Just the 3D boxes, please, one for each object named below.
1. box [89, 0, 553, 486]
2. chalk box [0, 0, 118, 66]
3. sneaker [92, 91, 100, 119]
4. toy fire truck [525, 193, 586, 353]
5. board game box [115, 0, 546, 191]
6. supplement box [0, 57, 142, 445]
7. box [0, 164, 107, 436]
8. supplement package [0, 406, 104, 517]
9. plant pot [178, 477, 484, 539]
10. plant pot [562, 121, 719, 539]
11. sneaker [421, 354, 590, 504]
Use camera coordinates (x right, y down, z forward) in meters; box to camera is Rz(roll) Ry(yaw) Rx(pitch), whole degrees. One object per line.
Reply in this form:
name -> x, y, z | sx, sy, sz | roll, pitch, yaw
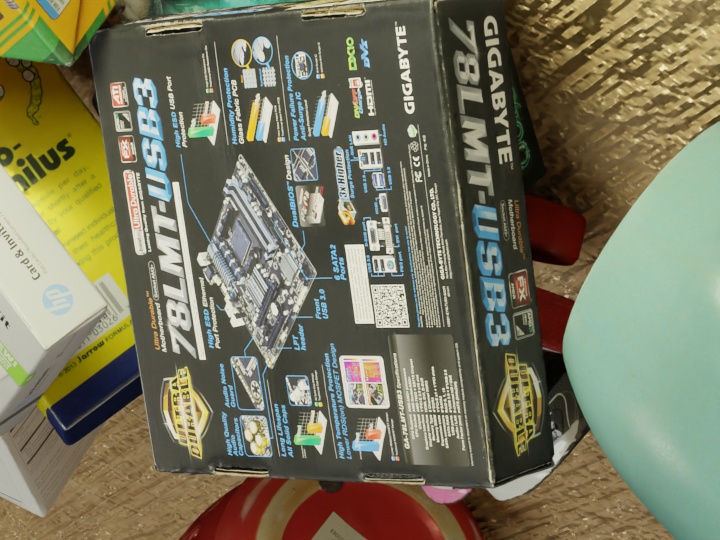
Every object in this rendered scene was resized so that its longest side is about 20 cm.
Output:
box -> -0.019, -0.012, 1.250 | 0.198, 0.050, 0.201 | -2, 100, 43
chalk box -> -0.190, -0.181, 1.312 | 0.199, 0.124, 0.125 | 8, 148, 45
sneaker -> -0.082, -0.088, 1.440 | 0.082, 0.070, 0.200 | 33, 157, -7
toy fire truck -> 0.000, 0.000, 1.387 | 0.199, 0.113, 0.168 | 14, 176, 36
board game box -> -0.022, -0.098, 1.299 | 0.199, 0.028, 0.136 | 2, 121, 40
supplement box -> -0.167, -0.024, 1.528 | 0.200, 0.109, 0.109 | 53, 172, 3
box -> -0.200, -0.005, 1.405 | 0.156, 0.041, 0.200 | 53, 154, 3
supplement package -> -0.238, 0.052, 1.894 | 0.113, 0.110, 0.200 | 24, 158, 18
plant pot -> -0.020, 0.208, 1.833 | 0.200, 0.201, 0.183 | 33, 149, -2
plant pot -> 0.180, 0.032, 1.196 | 0.161, 0.201, 0.201 | 37, 161, 19
sneaker -> 0.061, 0.071, 1.586 | 0.086, 0.080, 0.200 | 47, 150, -10
